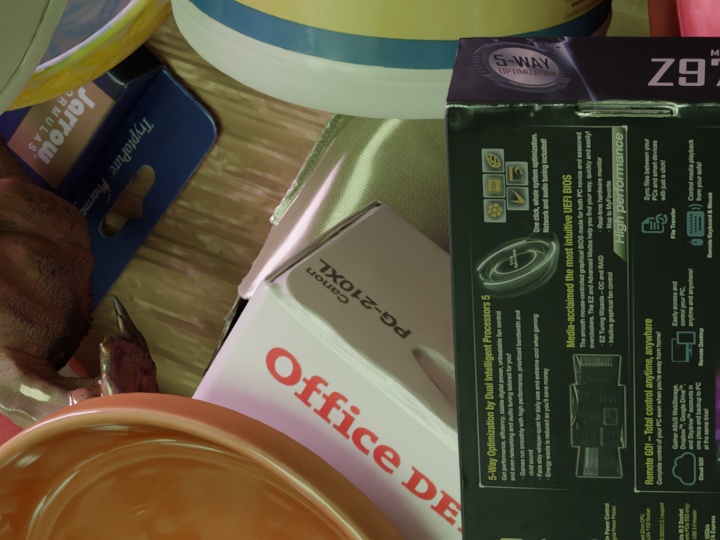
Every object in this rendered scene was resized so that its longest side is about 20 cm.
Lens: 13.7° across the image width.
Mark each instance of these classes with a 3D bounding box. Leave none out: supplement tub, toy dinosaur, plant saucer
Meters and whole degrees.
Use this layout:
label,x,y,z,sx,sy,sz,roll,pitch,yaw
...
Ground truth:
label,x,y,z,sx,sy,sz,roll,pitch,yaw
supplement tub,0.016,-0.163,0.927,0.144,0.145,0.201,18,120,24
toy dinosaur,-0.125,0.009,1.107,0.135,0.200,0.086,11,138,-17
plant saucer,-0.049,0.131,0.966,0.200,0.032,0.201,12,117,26

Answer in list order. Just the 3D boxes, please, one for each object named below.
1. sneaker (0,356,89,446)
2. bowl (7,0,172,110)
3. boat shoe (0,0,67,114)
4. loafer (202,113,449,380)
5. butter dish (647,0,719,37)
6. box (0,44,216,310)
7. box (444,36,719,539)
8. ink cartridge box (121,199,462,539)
label,x,y,z,sx,sy,sz,roll,pitch,yaw
sneaker,-0.126,0.079,1.172,0.200,0.087,0.074,45,132,-9
bowl,-0.130,-0.138,1.070,0.199,0.108,0.201,-3,73,11
boat shoe,-0.128,-0.109,0.966,0.073,0.063,0.200,28,115,-27
loafer,0.000,0.000,1.084,0.076,0.068,0.200,33,126,8
butter dish,0.162,-0.095,0.857,0.199,0.148,0.200,-8,78,23
box,-0.157,-0.082,1.173,0.200,0.032,0.121,44,126,8
box,0.107,0.034,0.835,0.160,0.044,0.201,0,118,8
ink cartridge box,0.000,0.100,0.995,0.145,0.084,0.200,39,126,10
